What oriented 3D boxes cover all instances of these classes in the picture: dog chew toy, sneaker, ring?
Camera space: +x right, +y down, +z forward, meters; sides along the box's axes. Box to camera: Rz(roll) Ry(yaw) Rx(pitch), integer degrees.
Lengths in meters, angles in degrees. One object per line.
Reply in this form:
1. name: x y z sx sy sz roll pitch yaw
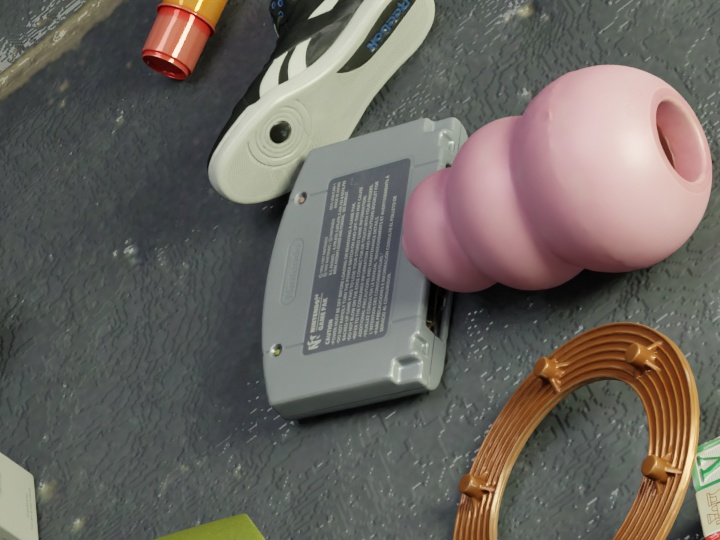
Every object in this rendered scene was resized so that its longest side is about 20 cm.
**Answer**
1. dog chew toy: 0.110 -0.044 1.560 0.200 0.125 0.125 -23 48 34
2. sneaker: -0.046 -0.135 1.792 0.200 0.073 0.112 -45 39 -9
3. ring: 0.115 0.119 1.466 0.200 0.019 0.201 -40 35 35

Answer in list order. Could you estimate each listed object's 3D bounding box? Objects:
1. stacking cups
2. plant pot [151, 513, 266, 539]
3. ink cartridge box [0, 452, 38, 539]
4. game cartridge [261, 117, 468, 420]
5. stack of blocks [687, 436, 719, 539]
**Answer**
1. stacking cups: -0.110 -0.239 1.918 0.060 0.061 0.200 9 67 43
2. plant pot: -0.122 0.238 1.521 0.200 0.187 0.187 -35 42 -7
3. ink cartridge box: -0.321 0.141 1.714 0.116 0.200 0.068 -29 46 21
4. game cartridge: 0.000 0.000 1.676 0.133 0.041 0.200 -11 54 29
5. stack of blocks: 0.224 0.176 1.348 0.115 0.059 0.200 -26 47 23
